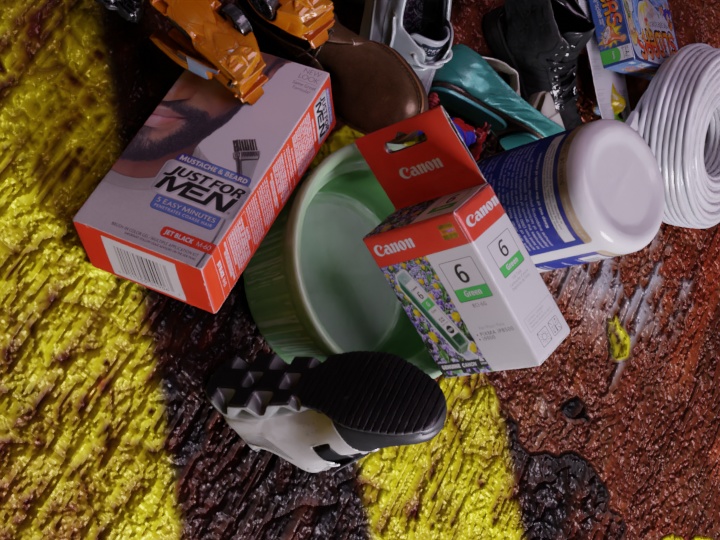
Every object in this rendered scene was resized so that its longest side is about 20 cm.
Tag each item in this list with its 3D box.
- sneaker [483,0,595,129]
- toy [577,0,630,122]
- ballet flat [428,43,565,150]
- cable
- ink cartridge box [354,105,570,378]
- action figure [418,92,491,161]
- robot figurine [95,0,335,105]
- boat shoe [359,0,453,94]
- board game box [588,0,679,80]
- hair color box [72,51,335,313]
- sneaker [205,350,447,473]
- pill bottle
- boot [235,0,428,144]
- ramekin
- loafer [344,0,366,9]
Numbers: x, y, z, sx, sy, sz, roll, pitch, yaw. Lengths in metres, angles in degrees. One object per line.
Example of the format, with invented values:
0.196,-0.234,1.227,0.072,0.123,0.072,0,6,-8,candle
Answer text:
0.192,-0.215,1.145,0.060,0.104,0.200,-42,107,-36,sneaker
0.238,-0.244,1.215,0.115,0.047,0.200,-19,94,-61,toy
0.152,-0.156,1.121,0.200,0.067,0.070,31,77,-28,ballet flat
0.367,-0.146,1.251,0.200,0.069,0.200,44,67,-45,cable
0.064,-0.016,0.875,0.050,0.109,0.200,-41,106,-36,ink cartridge box
0.077,-0.124,1.023,0.065,0.200,0.052,36,99,11,action figure
-0.124,-0.222,0.878,0.145,0.058,0.200,-43,73,-15,robot figurine
0.044,-0.207,0.994,0.070,0.072,0.201,-20,130,-28,boat shoe
0.293,-0.277,1.237,0.200,0.034,0.135,-10,87,-60,board game box
-0.112,-0.077,0.873,0.064,0.111,0.200,85,29,-55,hair color box
-0.015,0.112,0.864,0.074,0.200,0.089,-54,133,-38,sneaker
0.157,-0.056,1.025,0.116,0.200,0.116,9,75,-38,pill bottle
-0.028,-0.170,0.922,0.200,0.074,0.075,45,20,28,boot
0.000,0.000,0.956,0.200,0.098,0.200,9,76,-37,ramekin
0.065,-0.284,1.091,0.200,0.063,0.072,-28,115,-41,loafer
